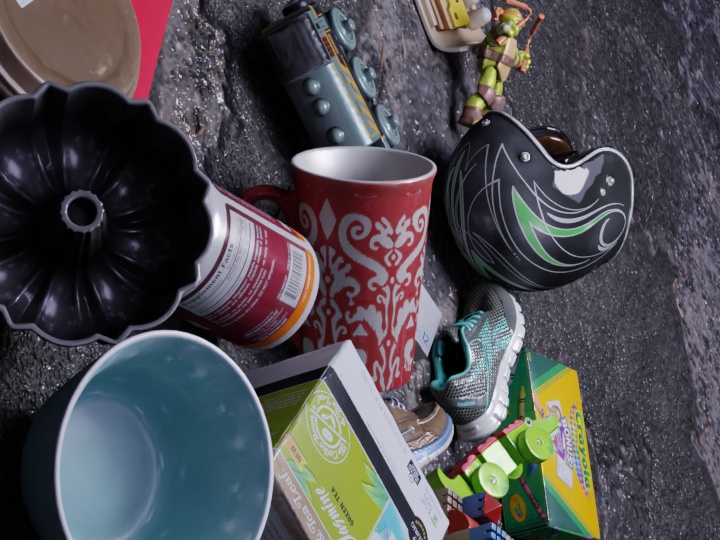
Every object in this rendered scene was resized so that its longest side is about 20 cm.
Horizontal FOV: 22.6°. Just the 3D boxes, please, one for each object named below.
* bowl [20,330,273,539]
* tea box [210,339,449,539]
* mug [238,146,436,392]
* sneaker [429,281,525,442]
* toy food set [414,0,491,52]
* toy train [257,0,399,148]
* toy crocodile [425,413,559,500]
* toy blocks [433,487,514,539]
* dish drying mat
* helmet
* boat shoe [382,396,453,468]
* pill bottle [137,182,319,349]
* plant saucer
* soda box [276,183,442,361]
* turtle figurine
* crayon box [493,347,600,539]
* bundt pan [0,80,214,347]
[{"bbox_3d":[-0.171,0.149,1.329,0.200,0.104,0.203,7,80,-44],"label":"bowl"},{"bbox_3d":[-0.047,0.202,1.504,0.201,0.133,0.197,61,32,-18],"label":"tea box"},{"bbox_3d":[-0.020,-0.004,1.652,0.133,0.176,0.202,-30,126,-59],"label":"mug"},{"bbox_3d":[0.119,0.079,1.911,0.091,0.077,0.201,44,38,-32],"label":"sneaker"},{"bbox_3d":[0.111,-0.360,2.151,0.143,0.060,0.202,-23,94,-60],"label":"toy food set"},{"bbox_3d":[-0.030,-0.173,1.776,0.202,0.085,0.114,64,20,-7],"label":"toy train"},{"bbox_3d":[0.137,0.197,1.851,0.199,0.067,0.062,-31,85,-42],"label":"toy crocodile"},{"bbox_3d":[0.087,0.280,1.680,0.100,0.136,0.202,41,41,-41],"label":"toy blocks"},{"bbox_3d":[-0.207,-0.187,1.572,0.077,0.018,0.202,46,38,-38],"label":"dish drying mat"},{"bbox_3d":[0.185,-0.077,1.989,0.189,0.200,0.202,-4,75,-25],"label":"helmet"},{"bbox_3d":[0.027,0.160,1.712,0.073,0.072,0.200,65,30,-7],"label":"boat shoe"},{"bbox_3d":[-0.133,-0.014,1.504,0.199,0.112,0.114,30,49,-48],"label":"pill bottle"},{"bbox_3d":[-0.251,-0.209,1.482,0.199,0.029,0.202,29,50,-41],"label":"plant saucer"},{"bbox_3d":[0.000,0.000,1.764,0.201,0.063,0.069,55,35,-26],"label":"soda box"},{"bbox_3d":[0.158,-0.241,2.100,0.200,0.064,0.163,26,80,-78],"label":"turtle figurine"},{"bbox_3d":[0.201,0.199,1.990,0.118,0.058,0.202,24,54,-52],"label":"crayon box"},{"bbox_3d":[-0.212,-0.035,1.346,0.199,0.076,0.204,4,76,-15],"label":"bundt pan"}]
